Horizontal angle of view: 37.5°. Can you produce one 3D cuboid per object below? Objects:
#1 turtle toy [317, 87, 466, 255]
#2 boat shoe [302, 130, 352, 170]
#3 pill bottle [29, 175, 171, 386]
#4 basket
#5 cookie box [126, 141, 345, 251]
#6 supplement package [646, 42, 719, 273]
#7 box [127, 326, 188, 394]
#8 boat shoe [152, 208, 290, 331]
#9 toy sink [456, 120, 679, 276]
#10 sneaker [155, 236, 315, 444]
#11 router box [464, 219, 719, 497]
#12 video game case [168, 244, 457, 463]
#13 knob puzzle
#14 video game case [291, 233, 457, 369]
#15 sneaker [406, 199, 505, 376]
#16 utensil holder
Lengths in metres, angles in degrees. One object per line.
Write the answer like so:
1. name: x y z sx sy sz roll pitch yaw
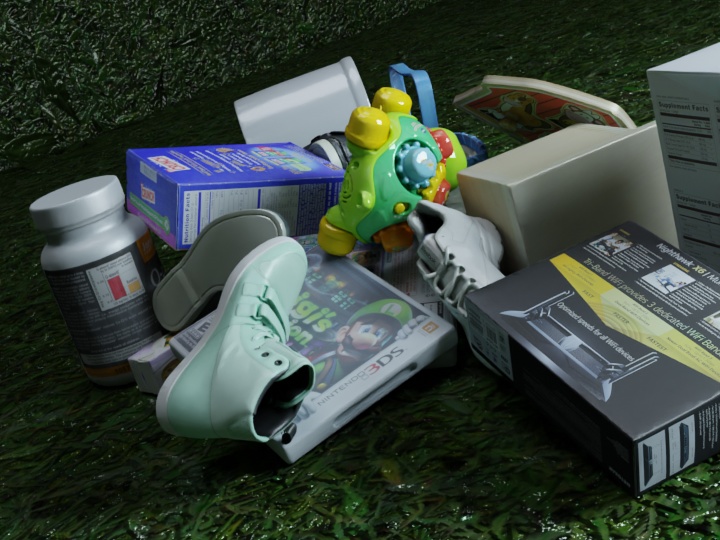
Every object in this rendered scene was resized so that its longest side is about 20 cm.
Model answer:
1. turtle toy: 0.040 -0.091 1.012 0.101 0.146 0.200 22 28 10
2. boat shoe: -0.035 -0.129 1.270 0.066 0.075 0.199 -28 -2 -16
3. pill bottle: -0.264 0.010 1.109 0.116 0.201 0.116 -15 19 5
4. basket: 0.072 -0.134 1.214 0.139 0.201 0.176 -10 15 -4
5. cookie box: -0.134 -0.085 1.147 0.199 0.075 0.171 -5 20 -28
6. supplement package: 0.344 -0.081 0.825 0.151 0.201 0.151 -23 19 -18
7. box: -0.152 0.063 1.109 0.039 0.042 0.200 2 25 43
8. boat shoe: -0.129 -0.005 1.041 0.200 0.073 0.062 -36 -12 37
9. toy sink: 0.211 -0.063 1.006 0.200 0.131 0.112 -24 19 -16
10. sneaker: -0.066 0.058 0.858 0.118 0.074 0.201 5 51 35
11. router box: 0.191 0.051 0.746 0.157 0.052 0.200 -23 34 -16
12. video game case: -0.046 0.061 0.927 0.182 0.023 0.200 -33 40 -22
13. knob puzzle: 0.207 -0.145 1.106 0.219 0.219 0.031 11 75 55
14. video game case: 0.000 0.025 0.997 0.181 0.024 0.200 -8 38 11
15. sneaker: 0.088 0.013 0.896 0.075 0.087 0.200 -52 33 20
16. utensil holder: -0.081 -0.226 1.687 0.199 0.170 0.170 -20 18 0
